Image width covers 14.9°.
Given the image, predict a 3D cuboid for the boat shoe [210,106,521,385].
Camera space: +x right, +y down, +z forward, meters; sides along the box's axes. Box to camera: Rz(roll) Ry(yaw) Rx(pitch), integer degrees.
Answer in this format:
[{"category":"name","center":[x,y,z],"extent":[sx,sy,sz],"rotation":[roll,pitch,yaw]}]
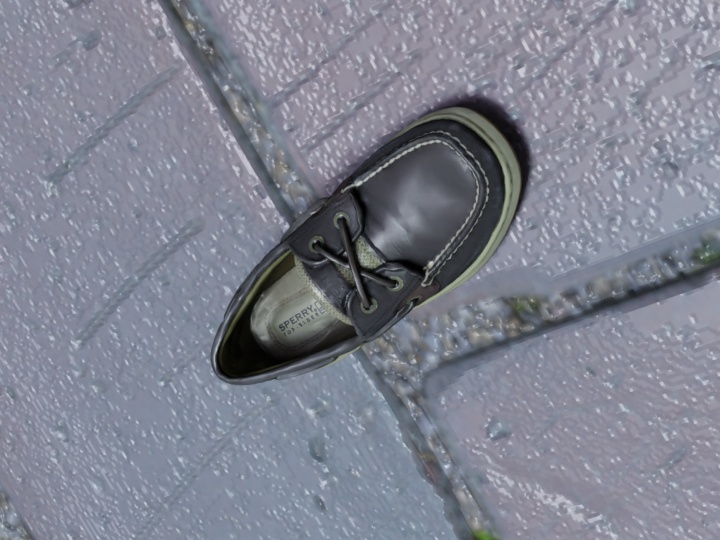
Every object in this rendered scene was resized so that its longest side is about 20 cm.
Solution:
[{"category":"boat shoe","center":[0.000,0.000,1.249],"extent":[0.073,0.065,0.200],"rotation":[48,134,5]}]
